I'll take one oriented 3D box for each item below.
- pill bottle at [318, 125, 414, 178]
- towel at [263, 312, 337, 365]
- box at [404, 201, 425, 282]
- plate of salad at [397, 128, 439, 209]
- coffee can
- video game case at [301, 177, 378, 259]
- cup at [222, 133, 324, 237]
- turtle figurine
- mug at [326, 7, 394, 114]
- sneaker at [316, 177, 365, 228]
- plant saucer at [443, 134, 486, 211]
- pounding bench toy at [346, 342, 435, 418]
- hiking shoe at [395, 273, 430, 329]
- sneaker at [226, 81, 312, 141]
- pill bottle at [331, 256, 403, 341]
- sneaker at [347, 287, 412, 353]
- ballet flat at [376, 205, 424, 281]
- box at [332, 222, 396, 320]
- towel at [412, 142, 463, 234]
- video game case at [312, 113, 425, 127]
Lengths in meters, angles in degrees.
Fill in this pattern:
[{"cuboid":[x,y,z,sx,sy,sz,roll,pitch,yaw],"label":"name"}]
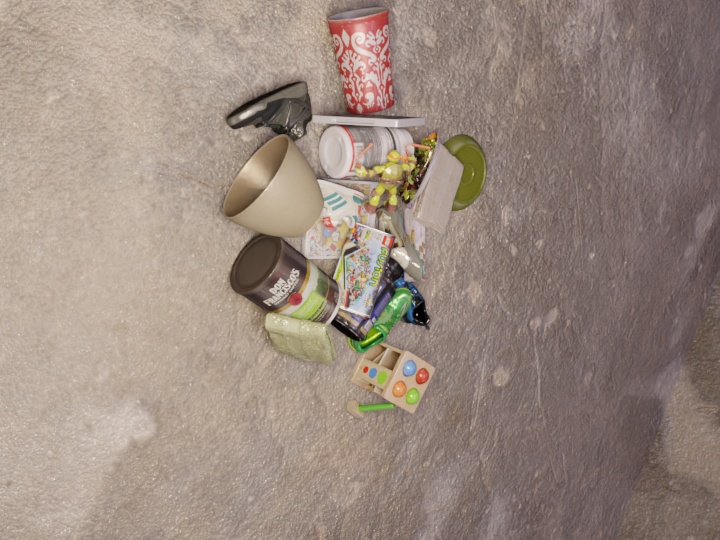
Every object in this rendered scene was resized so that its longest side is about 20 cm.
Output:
[{"cuboid":[0.016,-0.269,1.600,0.199,0.113,0.115,-10,108,-38],"label":"pill bottle"},{"cuboid":[-0.126,0.151,1.525,0.200,0.147,0.037,85,18,-62],"label":"towel"},{"cuboid":[0.134,-0.072,1.759,0.038,0.041,0.202,10,77,-42],"label":"box"},{"cuboid":[0.133,-0.242,1.674,0.048,0.200,0.202,21,87,-9],"label":"plate of salad"},{"cuboid":[-0.155,0.031,1.514,0.200,0.146,0.147,39,76,-39],"label":"coffee can"},{"cuboid":[-0.045,-0.118,1.649,0.199,0.023,0.184,-2,103,-39],"label":"video game case"},{"cuboid":[-0.157,-0.147,1.417,0.143,0.200,0.201,37,77,-30],"label":"cup"},{"cuboid":[0.070,-0.203,1.565,0.199,0.064,0.162,-17,136,-33],"label":"turtle figurine"},{"cuboid":[0.025,-0.459,1.551,0.177,0.133,0.202,-26,120,-30],"label":"mug"},{"cuboid":[-0.073,-0.144,1.556,0.199,0.070,0.094,11,88,-44],"label":"sneaker"},{"cuboid":[0.270,-0.254,1.872,0.199,0.031,0.202,-11,108,-38],"label":"plant saucer"},{"cuboid":[0.067,0.292,1.762,0.124,0.155,0.201,34,80,-40],"label":"pounding bench toy"},{"cuboid":[0.124,0.054,1.793,0.074,0.086,0.201,-41,124,-24],"label":"hiking shoe"},{"cuboid":[-0.175,-0.305,1.455,0.199,0.076,0.115,-32,114,-36],"label":"sneaker"},{"cuboid":[0.013,0.057,1.682,0.201,0.112,0.112,-54,129,-14],"label":"pill bottle"},{"cuboid":[0.058,0.129,1.730,0.200,0.084,0.074,-46,115,-1],"label":"sneaker"},{"cuboid":[0.087,-0.062,1.705,0.063,0.067,0.201,-13,75,-31],"label":"ballet flat"},{"cuboid":[0.000,0.000,1.619,0.109,0.035,0.201,18,76,0],"label":"box"},{"cuboid":[0.192,-0.199,1.764,0.132,0.034,0.202,30,75,-49],"label":"towel"},{"cuboid":[0.018,-0.318,1.506,0.143,0.199,0.018,-23,119,-59],"label":"video game case"}]
